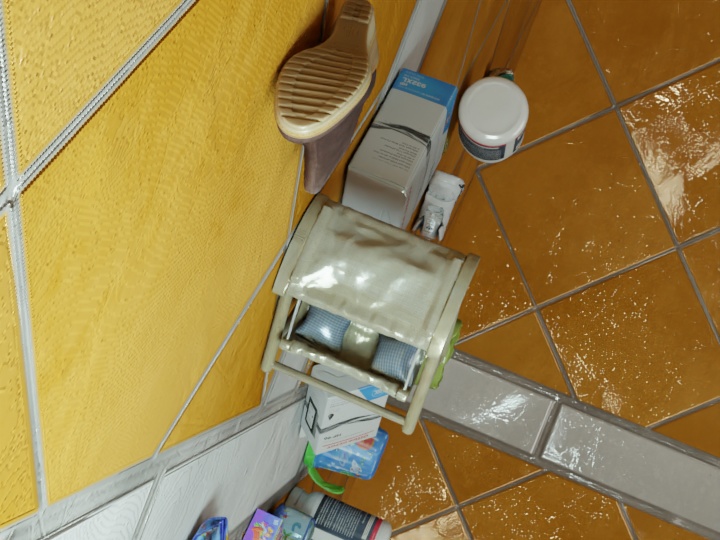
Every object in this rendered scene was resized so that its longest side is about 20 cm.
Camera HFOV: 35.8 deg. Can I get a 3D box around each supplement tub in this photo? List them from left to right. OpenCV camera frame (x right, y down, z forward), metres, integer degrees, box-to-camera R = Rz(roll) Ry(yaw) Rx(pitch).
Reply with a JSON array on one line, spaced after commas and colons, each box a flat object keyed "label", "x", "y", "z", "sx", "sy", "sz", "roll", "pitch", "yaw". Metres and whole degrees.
[{"label": "supplement tub", "x": -0.054, "y": 0.495, "z": 2.055, "sx": 0.140, "sy": 0.199, "sz": 0.141, "roll": 22, "pitch": 90, "yaw": -82}, {"label": "supplement tub", "x": 0.272, "y": -0.306, "z": 2.301, "sx": 0.200, "sy": 0.140, "sz": 0.141, "roll": 62, "pitch": 50, "yaw": -80}]

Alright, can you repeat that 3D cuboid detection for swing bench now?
[{"label": "swing bench", "x": 0.007, "y": 0.049, "z": 1.268, "sx": 0.201, "sy": 0.198, "sz": 0.130, "roll": 103, "pitch": 12, "yaw": -47}]

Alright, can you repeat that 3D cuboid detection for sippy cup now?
[{"label": "sippy cup", "x": -0.021, "y": 0.323, "z": 2.074, "sx": 0.178, "sy": 0.130, "sz": 0.140, "roll": 103, "pitch": 12, "yaw": -50}]

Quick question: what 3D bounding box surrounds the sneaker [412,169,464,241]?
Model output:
[{"label": "sneaker", "x": 0.161, "y": -0.129, "z": 2.303, "sx": 0.200, "sy": 0.075, "sz": 0.116, "roll": 93, "pitch": 17, "yaw": -77}]

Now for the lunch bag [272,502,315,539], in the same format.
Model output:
[{"label": "lunch bag", "x": -0.146, "y": 0.506, "z": 1.888, "sx": 0.161, "sy": 0.082, "sz": 0.201, "roll": 89, "pitch": 24, "yaw": -68}]

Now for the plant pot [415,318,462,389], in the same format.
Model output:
[{"label": "plant pot", "x": 0.062, "y": 0.107, "z": 1.846, "sx": 0.200, "sy": 0.189, "sz": 0.201, "roll": 22, "pitch": 90, "yaw": -82}]

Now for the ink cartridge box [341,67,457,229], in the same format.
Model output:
[{"label": "ink cartridge box", "x": 0.048, "y": -0.141, "z": 1.458, "sx": 0.145, "sy": 0.083, "sz": 0.201, "roll": 102, "pitch": 12, "yaw": -53}]

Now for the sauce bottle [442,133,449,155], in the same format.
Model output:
[{"label": "sauce bottle", "x": 0.111, "y": -0.212, "z": 1.781, "sx": 0.200, "sy": 0.066, "sz": 0.066, "roll": 9, "pitch": 103, "yaw": -81}]

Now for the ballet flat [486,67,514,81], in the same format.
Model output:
[{"label": "ballet flat", "x": 0.320, "y": -0.441, "z": 2.658, "sx": 0.200, "sy": 0.075, "sz": 0.064, "roll": 104, "pitch": -21, "yaw": -67}]

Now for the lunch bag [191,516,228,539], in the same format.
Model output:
[{"label": "lunch bag", "x": -0.194, "y": 0.391, "z": 1.310, "sx": 0.151, "sy": 0.093, "sz": 0.201, "roll": 98, "pitch": 3, "yaw": -57}]

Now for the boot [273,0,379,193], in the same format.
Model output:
[{"label": "boot", "x": -0.030, "y": -0.128, "z": 0.994, "sx": 0.201, "sy": 0.072, "sz": 0.167, "roll": -66, "pitch": 171, "yaw": -45}]

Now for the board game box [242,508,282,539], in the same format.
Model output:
[{"label": "board game box", "x": -0.181, "y": 0.486, "z": 1.725, "sx": 0.135, "sy": 0.045, "sz": 0.201, "roll": 96, "pitch": 17, "yaw": -63}]

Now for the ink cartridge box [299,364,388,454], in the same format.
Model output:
[{"label": "ink cartridge box", "x": -0.027, "y": 0.224, "z": 1.790, "sx": 0.115, "sy": 0.068, "sz": 0.201, "roll": -14, "pitch": 143, "yaw": -22}]
